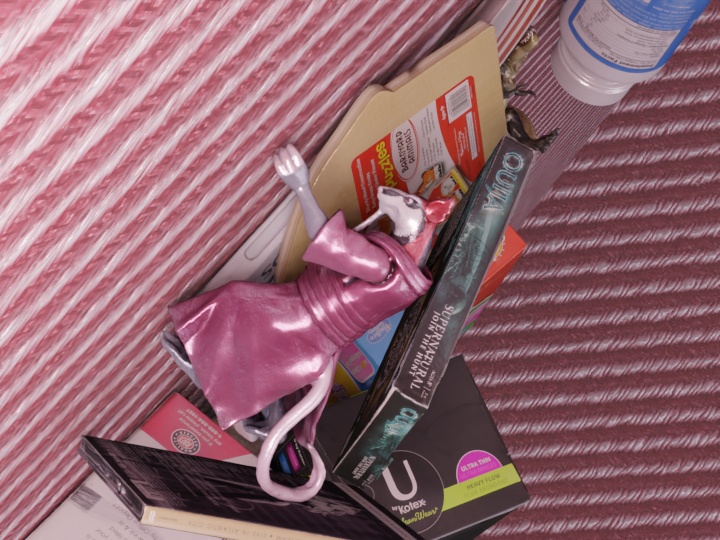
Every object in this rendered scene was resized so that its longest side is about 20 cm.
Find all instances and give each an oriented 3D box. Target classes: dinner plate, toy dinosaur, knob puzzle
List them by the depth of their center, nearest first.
[{"bbox_3d":[0.016,-0.051,1.279,0.219,0.030,0.221,-30,139,-29],"label":"knob puzzle"},{"bbox_3d":[0.089,-0.166,1.442,0.200,0.024,0.200,-50,174,-7],"label":"dinner plate"},{"bbox_3d":[0.106,-0.110,1.591,0.200,0.088,0.047,-54,173,22],"label":"toy dinosaur"}]

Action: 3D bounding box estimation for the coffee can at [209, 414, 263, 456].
[{"bbox_3d":[-0.077,0.179,1.685,0.147,0.146,0.200,-52,173,15],"label":"coffee can"}]

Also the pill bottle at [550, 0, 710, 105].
[{"bbox_3d":[0.245,-0.240,1.732,0.112,0.112,0.200,-46,173,-35],"label":"pill bottle"}]

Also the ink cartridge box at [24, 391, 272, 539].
[{"bbox_3d":[-0.145,0.207,1.357,0.200,0.146,0.083,-45,169,-35],"label":"ink cartridge box"}]

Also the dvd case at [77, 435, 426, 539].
[{"bbox_3d":[-0.064,0.145,1.193,0.149,0.199,0.016,26,-78,65],"label":"dvd case"}]

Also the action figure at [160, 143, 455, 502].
[{"bbox_3d":[-0.019,0.022,1.154,0.199,0.150,0.134,-35,152,18],"label":"action figure"}]

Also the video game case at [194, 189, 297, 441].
[{"bbox_3d":[-0.036,0.009,1.329,0.182,0.023,0.200,-49,158,-19],"label":"video game case"}]

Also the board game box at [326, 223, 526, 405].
[{"bbox_3d":[0.041,0.045,1.492,0.153,0.040,0.200,-40,171,-19],"label":"board game box"}]

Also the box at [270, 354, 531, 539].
[{"bbox_3d":[0.010,0.172,1.468,0.148,0.125,0.200,-19,164,-28],"label":"box"}]

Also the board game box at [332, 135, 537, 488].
[{"bbox_3d":[0.047,0.027,1.211,0.201,0.028,0.135,-65,-177,-31],"label":"board game box"}]

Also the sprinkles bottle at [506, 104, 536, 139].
[{"bbox_3d":[0.107,-0.104,1.719,0.068,0.068,0.200,-53,174,19],"label":"sprinkles bottle"}]
